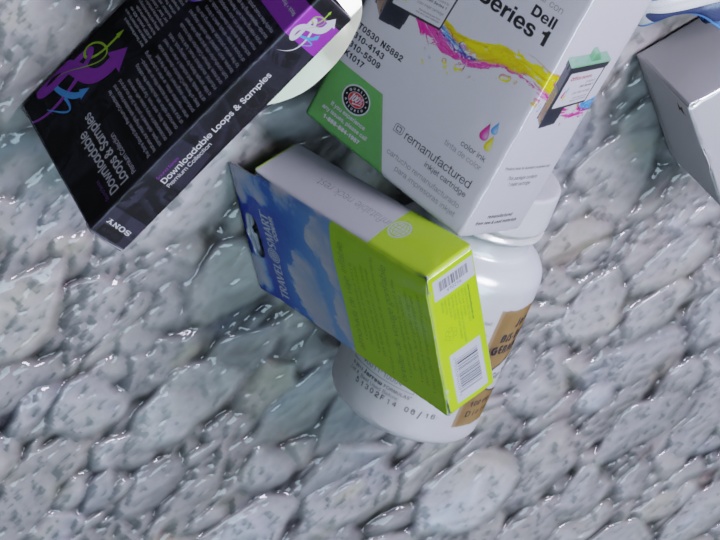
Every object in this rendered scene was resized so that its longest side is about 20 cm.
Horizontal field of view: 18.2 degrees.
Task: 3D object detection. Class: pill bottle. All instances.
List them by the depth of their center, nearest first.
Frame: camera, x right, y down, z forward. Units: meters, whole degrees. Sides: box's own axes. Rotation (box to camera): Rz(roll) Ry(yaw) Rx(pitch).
[{"bbox_3d":[0.064,0.012,1.579,0.114,0.114,0.201,5,121,-30],"label":"pill bottle"}]

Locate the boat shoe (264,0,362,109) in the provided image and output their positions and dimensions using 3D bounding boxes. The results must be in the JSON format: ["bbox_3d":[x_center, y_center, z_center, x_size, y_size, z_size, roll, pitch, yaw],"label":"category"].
[{"bbox_3d":[-0.086,-0.124,1.436,0.200,0.063,0.071,-40,106,2],"label":"boat shoe"}]

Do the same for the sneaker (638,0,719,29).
[{"bbox_3d":[0.265,-0.215,1.546,0.199,0.074,0.083,-7,129,-14],"label":"sneaker"}]

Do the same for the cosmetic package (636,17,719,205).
[{"bbox_3d":[0.312,-0.148,1.609,0.199,0.085,0.108,-29,132,-5],"label":"cosmetic package"}]

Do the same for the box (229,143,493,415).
[{"bbox_3d":[0.000,0.000,1.493,0.048,0.200,0.122,-34,135,-25],"label":"box"}]

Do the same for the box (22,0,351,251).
[{"bbox_3d":[-0.110,-0.125,1.367,0.200,0.143,0.036,-43,133,9],"label":"box"}]

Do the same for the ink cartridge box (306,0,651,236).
[{"bbox_3d":[0.078,-0.146,1.436,0.084,0.145,0.200,-9,133,-57],"label":"ink cartridge box"}]
